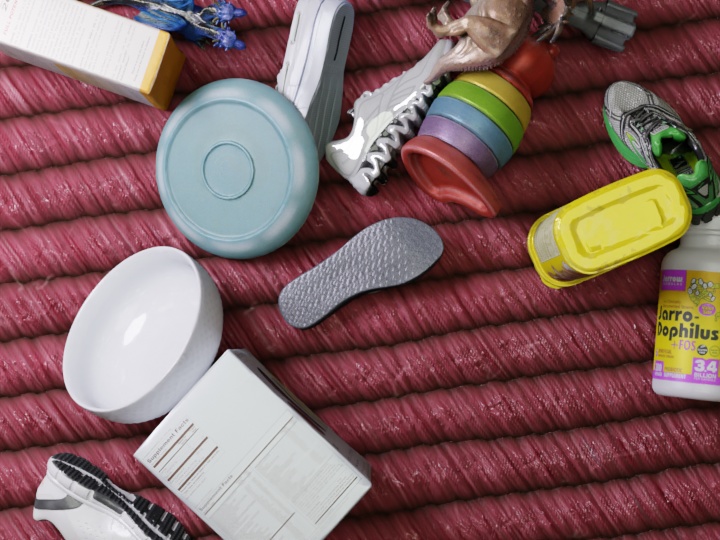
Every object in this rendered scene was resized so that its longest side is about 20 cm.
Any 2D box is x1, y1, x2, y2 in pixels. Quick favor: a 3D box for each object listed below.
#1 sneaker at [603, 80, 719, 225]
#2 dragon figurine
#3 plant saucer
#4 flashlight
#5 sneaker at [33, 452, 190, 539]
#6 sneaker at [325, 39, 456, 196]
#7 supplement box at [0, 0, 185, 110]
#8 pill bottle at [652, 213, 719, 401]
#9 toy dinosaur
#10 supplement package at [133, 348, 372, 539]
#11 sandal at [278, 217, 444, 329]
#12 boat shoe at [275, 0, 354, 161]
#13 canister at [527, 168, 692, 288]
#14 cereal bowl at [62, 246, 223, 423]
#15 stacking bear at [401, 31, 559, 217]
[{"bbox_3d":[0.330,-0.146,1.441,0.078,0.085,0.200,-33,52,0],"label":"sneaker"},{"bbox_3d":[-0.214,-0.290,1.469,0.199,0.099,0.059,19,88,1],"label":"dragon figurine"},{"bbox_3d":[-0.143,-0.111,1.464,0.199,0.027,0.201,2,98,18],"label":"plant saucer"},{"bbox_3d":[0.209,-0.303,1.489,0.199,0.068,0.068,21,54,-3],"label":"flashlight"},{"bbox_3d":[-0.274,0.286,1.470,0.199,0.074,0.080,34,103,6],"label":"sneaker"},{"bbox_3d":[0.036,-0.183,1.482,0.081,0.075,0.200,35,86,13],"label":"sneaker"},{"bbox_3d":[-0.303,-0.249,1.456,0.199,0.126,0.074,19,89,0],"label":"supplement box"},{"bbox_3d":[0.379,0.040,1.451,0.104,0.104,0.201,5,87,1],"label":"pill bottle"},{"bbox_3d":[0.154,-0.264,1.409,0.135,0.086,0.200,38,89,3],"label":"toy dinosaur"},{"bbox_3d":[-0.106,0.201,1.403,0.200,0.191,0.147,42,88,1],"label":"supplement package"},{"bbox_3d":[-0.001,0.000,1.491,0.199,0.043,0.076,-25,81,9],"label":"sandal"},{"bbox_3d":[-0.060,-0.210,1.489,0.067,0.073,0.201,17,92,31],"label":"boat shoe"},{"bbox_3d":[0.261,-0.044,1.406,0.148,0.200,0.087,-23,87,-1],"label":"canister"},{"bbox_3d":[-0.223,0.079,1.432,0.200,0.200,0.083,-49,132,-1],"label":"cereal bowl"},{"bbox_3d":[0.143,-0.177,1.459,0.200,0.121,0.114,-54,132,-13],"label":"stacking bear"}]
